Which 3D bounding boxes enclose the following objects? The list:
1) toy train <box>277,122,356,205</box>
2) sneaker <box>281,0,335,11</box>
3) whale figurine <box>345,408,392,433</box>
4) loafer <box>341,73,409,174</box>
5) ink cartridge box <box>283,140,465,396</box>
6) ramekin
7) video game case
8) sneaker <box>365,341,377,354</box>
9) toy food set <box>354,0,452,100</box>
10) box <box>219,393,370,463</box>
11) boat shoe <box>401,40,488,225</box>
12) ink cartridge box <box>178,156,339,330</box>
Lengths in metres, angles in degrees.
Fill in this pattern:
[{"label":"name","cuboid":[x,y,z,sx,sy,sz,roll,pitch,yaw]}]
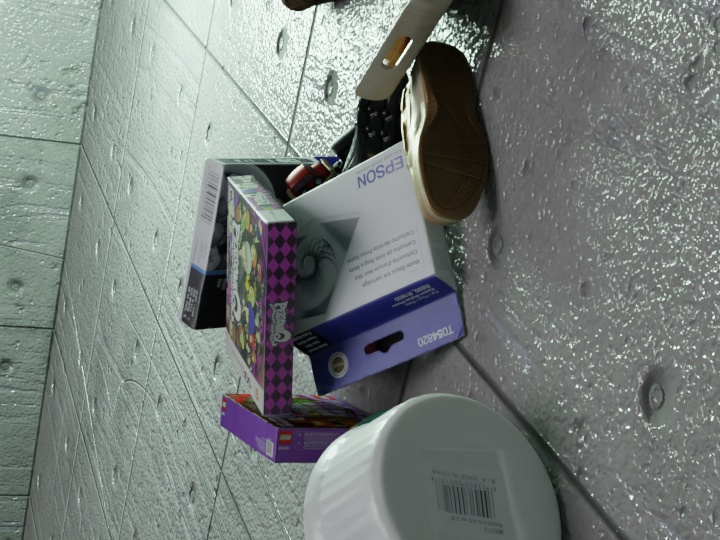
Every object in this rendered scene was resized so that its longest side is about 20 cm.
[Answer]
[{"label":"toy train","cuboid":[-0.057,-0.094,1.415,0.200,0.046,0.034,-41,41,3]},{"label":"sneaker","cuboid":[-0.051,-0.354,1.561,0.200,0.070,0.076,138,131,-60]},{"label":"whale figurine","cuboid":[0.057,0.206,1.134,0.103,0.159,0.201,-36,42,11]},{"label":"loafer","cuboid":[0.021,-0.120,1.364,0.070,0.068,0.202,-52,-21,-50]},{"label":"ink cartridge box","cuboid":[0.000,0.000,1.281,0.199,0.040,0.202,-26,66,34]},{"label":"ramekin","cuboid":[0.063,0.196,1.024,0.098,0.199,0.202,-44,45,46]},{"label":"video game case","cuboid":[-0.105,0.021,1.329,0.181,0.035,0.202,-134,44,-64]},{"label":"sneaker","cuboid":[-0.034,0.060,1.434,0.200,0.074,0.081,-141,59,-63]},{"label":"toy food set","cuboid":[0.051,-0.273,1.235,0.144,0.060,0.201,-53,13,52]},{"label":"box","cuboid":[-0.059,0.168,1.392,0.200,0.136,0.040,-167,82,-67]},{"label":"boat shoe","cuboid":[0.074,-0.120,1.219,0.069,0.073,0.202,123,153,-53]},{"label":"ink cartridge box","cuboid":[-0.105,-0.034,1.494,0.043,0.199,0.200,29,115,42]}]
